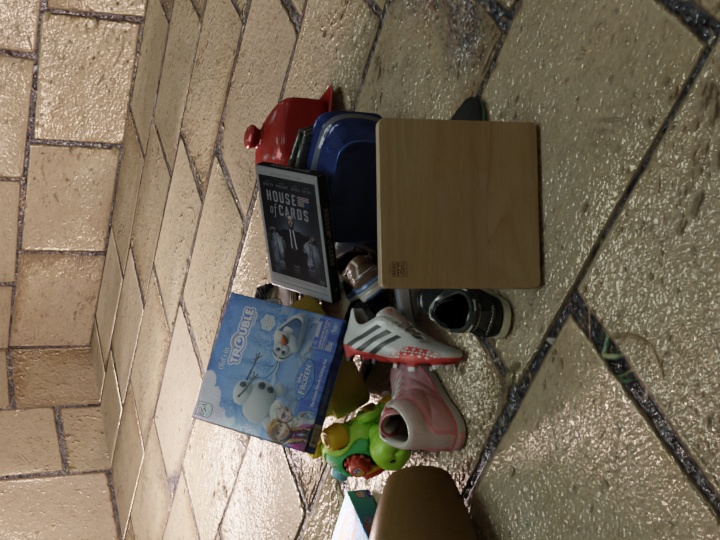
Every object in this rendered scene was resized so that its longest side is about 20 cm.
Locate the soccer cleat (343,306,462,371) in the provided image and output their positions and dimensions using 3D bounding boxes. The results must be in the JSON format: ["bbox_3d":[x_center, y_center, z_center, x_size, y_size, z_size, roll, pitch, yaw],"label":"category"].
[{"bbox_3d":[0.057,0.096,1.342,0.198,0.068,0.086,3,88,40],"label":"soccer cleat"}]

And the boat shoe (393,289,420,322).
[{"bbox_3d":[0.077,-0.009,1.363,0.072,0.065,0.202,-106,7,-59],"label":"boat shoe"}]

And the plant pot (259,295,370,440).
[{"bbox_3d":[-0.112,0.171,1.526,0.202,0.188,0.201,59,172,13],"label":"plant pot"}]

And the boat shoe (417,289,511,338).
[{"bbox_3d":[0.123,0.046,1.267,0.200,0.067,0.073,-161,72,-65],"label":"boat shoe"}]

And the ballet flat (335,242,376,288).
[{"bbox_3d":[-0.030,-0.020,1.600,0.200,0.069,0.070,136,130,-61],"label":"ballet flat"}]

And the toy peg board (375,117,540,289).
[{"bbox_3d":[0.111,-0.076,1.168,0.098,0.197,0.203,156,114,-79],"label":"toy peg board"}]

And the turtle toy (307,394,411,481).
[{"bbox_3d":[0.012,0.262,1.431,0.102,0.145,0.200,64,151,6],"label":"turtle toy"}]

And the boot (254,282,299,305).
[{"bbox_3d":[-0.153,0.048,1.660,0.075,0.096,0.202,-87,-4,-49],"label":"boot"}]

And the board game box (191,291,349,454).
[{"bbox_3d":[-0.134,0.152,1.420,0.197,0.043,0.202,12,78,22],"label":"board game box"}]

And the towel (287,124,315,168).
[{"bbox_3d":[-0.066,-0.153,1.563,0.034,0.192,0.202,27,116,20],"label":"towel"}]

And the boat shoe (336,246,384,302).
[{"bbox_3d":[0.000,0.000,1.460,0.073,0.072,0.200,55,171,-5],"label":"boat shoe"}]

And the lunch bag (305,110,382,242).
[{"bbox_3d":[-0.011,-0.143,1.476,0.133,0.134,0.202,-124,42,-50],"label":"lunch bag"}]

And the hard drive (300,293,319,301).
[{"bbox_3d":[-0.091,0.057,1.700,0.132,0.025,0.203,39,-129,-87],"label":"hard drive"}]

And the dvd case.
[{"bbox_3d":[-0.097,-0.060,1.453,0.149,0.025,0.202,15,120,44],"label":"dvd case"}]

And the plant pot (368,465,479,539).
[{"bbox_3d":[0.082,0.368,1.238,0.187,0.184,0.202,123,152,-48],"label":"plant pot"}]

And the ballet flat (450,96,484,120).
[{"bbox_3d":[0.121,-0.134,1.272,0.068,0.068,0.203,26,112,61],"label":"ballet flat"}]

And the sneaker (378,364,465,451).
[{"bbox_3d":[0.062,0.188,1.346,0.200,0.103,0.076,-129,44,-55],"label":"sneaker"}]

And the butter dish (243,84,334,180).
[{"bbox_3d":[-0.140,-0.226,1.710,0.199,0.146,0.202,137,141,-59],"label":"butter dish"}]

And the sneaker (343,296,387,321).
[{"bbox_3d":[0.021,0.084,1.478,0.199,0.075,0.092,15,96,62],"label":"sneaker"}]

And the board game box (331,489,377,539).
[{"bbox_3d":[0.011,0.477,1.507,0.200,0.044,0.154,-124,42,-51],"label":"board game box"}]
